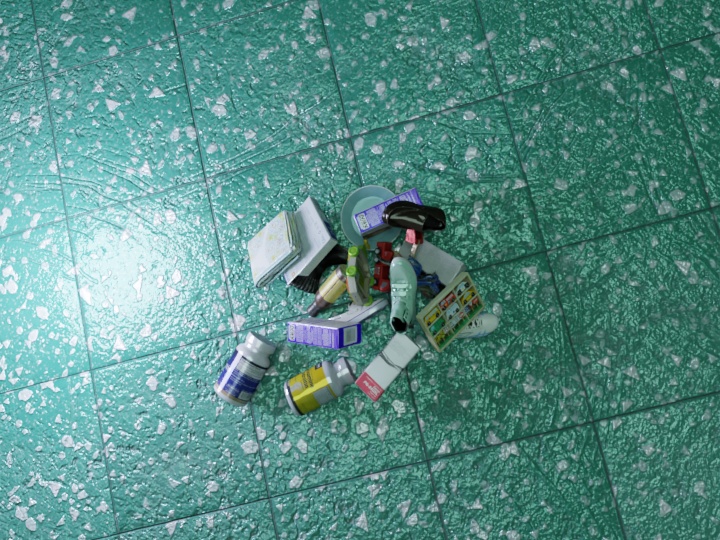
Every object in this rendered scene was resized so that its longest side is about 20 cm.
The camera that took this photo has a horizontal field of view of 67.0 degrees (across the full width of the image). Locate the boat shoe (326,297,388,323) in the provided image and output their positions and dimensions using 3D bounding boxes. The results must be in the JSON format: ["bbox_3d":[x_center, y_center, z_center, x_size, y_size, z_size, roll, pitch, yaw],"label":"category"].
[{"bbox_3d":[-0.015,0.117,1.644,0.200,0.074,0.087,-30,79,12],"label":"boat shoe"}]

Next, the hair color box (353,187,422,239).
[{"bbox_3d":[0.084,-0.165,1.607,0.197,0.109,0.066,-22,82,3],"label":"hair color box"}]

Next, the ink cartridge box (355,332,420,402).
[{"bbox_3d":[0.084,0.271,1.574,0.083,0.145,0.200,42,89,10],"label":"ink cartridge box"}]

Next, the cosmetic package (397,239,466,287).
[{"bbox_3d":[0.209,-0.029,1.609,0.199,0.051,0.083,35,91,31],"label":"cosmetic package"}]

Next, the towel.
[{"bbox_3d":[-0.260,-0.065,1.639,0.199,0.048,0.173,-37,49,26],"label":"towel"}]

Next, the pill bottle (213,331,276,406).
[{"bbox_3d":[-0.342,0.293,1.633,0.115,0.116,0.202,30,87,8],"label":"pill bottle"}]

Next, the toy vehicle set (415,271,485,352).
[{"bbox_3d":[0.256,0.116,1.531,0.199,0.026,0.125,-41,113,-18],"label":"toy vehicle set"}]

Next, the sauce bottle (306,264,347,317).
[{"bbox_3d":[-0.093,0.065,1.619,0.065,0.064,0.200,50,122,9],"label":"sauce bottle"}]

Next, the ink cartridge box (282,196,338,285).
[{"bbox_3d":[-0.172,-0.086,1.625,0.200,0.043,0.198,-46,49,21],"label":"ink cartridge box"}]

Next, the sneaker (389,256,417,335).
[{"bbox_3d":[0.113,0.073,1.477,0.072,0.118,0.204,-4,110,16],"label":"sneaker"}]

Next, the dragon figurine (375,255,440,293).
[{"bbox_3d":[0.139,-0.002,1.539,0.200,0.059,0.099,45,113,-5],"label":"dragon figurine"}]

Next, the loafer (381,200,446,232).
[{"bbox_3d":[0.156,-0.146,1.514,0.196,0.072,0.074,0,122,-18],"label":"loafer"}]

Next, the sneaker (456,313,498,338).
[{"bbox_3d":[0.310,0.163,1.600,0.196,0.073,0.073,-6,81,4],"label":"sneaker"}]

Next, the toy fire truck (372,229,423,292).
[{"bbox_3d":[0.108,-0.031,1.608,0.139,0.048,0.205,11,99,35],"label":"toy fire truck"}]

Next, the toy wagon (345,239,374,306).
[{"bbox_3d":[0.000,0.000,1.567,0.039,0.156,0.203,-8,50,17],"label":"toy wagon"}]

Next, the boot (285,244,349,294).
[{"bbox_3d":[-0.115,-0.002,1.654,0.207,0.079,0.161,13,80,22],"label":"boot"}]

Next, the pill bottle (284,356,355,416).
[{"bbox_3d":[-0.117,0.336,1.605,0.197,0.112,0.114,-28,82,2],"label":"pill bottle"}]

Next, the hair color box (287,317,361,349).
[{"bbox_3d":[-0.106,0.180,1.578,0.197,0.108,0.066,4,96,38],"label":"hair color box"}]

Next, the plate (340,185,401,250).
[{"bbox_3d":[0.036,-0.162,1.687,0.196,0.026,0.205,-1,84,5],"label":"plate"}]

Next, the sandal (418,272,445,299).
[{"bbox_3d":[0.207,0.048,1.632,0.198,0.058,0.080,22,49,24],"label":"sandal"}]
